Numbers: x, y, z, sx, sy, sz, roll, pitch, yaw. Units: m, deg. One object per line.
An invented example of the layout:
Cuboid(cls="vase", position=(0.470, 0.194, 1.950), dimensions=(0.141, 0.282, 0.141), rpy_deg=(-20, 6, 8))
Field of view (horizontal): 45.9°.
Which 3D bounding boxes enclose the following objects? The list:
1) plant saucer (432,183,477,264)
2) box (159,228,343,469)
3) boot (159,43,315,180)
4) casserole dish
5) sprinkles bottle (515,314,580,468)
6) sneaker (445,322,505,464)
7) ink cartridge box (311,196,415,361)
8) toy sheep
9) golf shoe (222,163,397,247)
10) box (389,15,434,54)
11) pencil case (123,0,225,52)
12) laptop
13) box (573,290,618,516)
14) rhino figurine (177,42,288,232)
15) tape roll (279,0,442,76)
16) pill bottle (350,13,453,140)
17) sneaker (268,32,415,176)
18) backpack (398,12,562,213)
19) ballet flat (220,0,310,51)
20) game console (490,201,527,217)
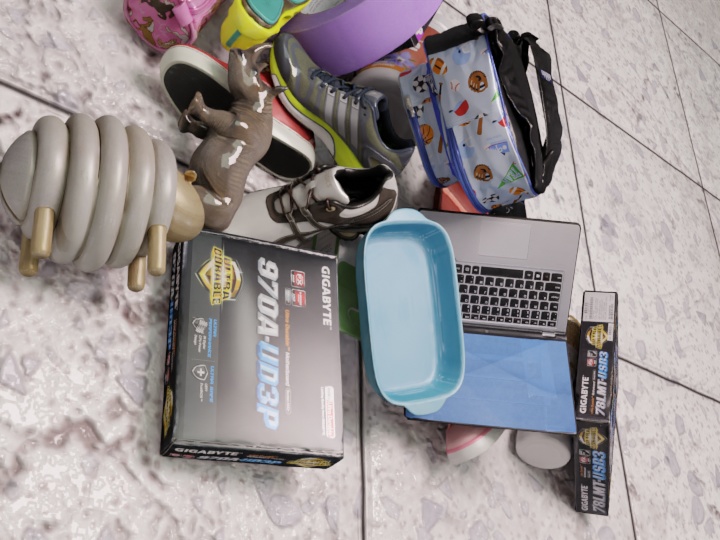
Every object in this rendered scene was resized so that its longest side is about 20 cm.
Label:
Cuboid(cls="plant saucer", position=(0.151, -0.020, 1.070), dimensions=(0.200, 0.036, 0.201), rpy_deg=(48, 24, -16))
Cuboid(cls="box", position=(-0.096, 0.071, 0.772), dimensions=(0.156, 0.046, 0.204), rpy_deg=(11, 60, -24))
Cuboid(cls="boot", position=(-0.124, -0.205, 0.908), dimensions=(0.199, 0.072, 0.147), rpy_deg=(33, 47, -39))
Cuboid(cls="casserole dish", position=(0.046, 0.042, 0.858), dimensions=(0.119, 0.038, 0.205), rpy_deg=(-3, 85, -35))
Cuboid(cls="sprinkles bottle", position=(0.242, 0.147, 1.082), dimensions=(0.068, 0.068, 0.202), rpy_deg=(39, 45, -22))
Cuboid(cls="sneaker", position=(0.126, 0.128, 0.974), dimensions=(0.105, 0.075, 0.200), rpy_deg=(53, 38, -6))
Cuboid(cls="ink cartridge box", position=(0.000, 0.000, 0.924), dimensions=(0.103, 0.059, 0.204), rpy_deg=(28, 51, -31))
Cuboid(cls="toy sheep", position=(-0.219, -0.061, 0.688), dimensions=(0.197, 0.137, 0.141), rpy_deg=(11, 60, -34))
Cuboid(cls="golf shoe", position=(-0.056, -0.069, 0.840), dimensions=(0.196, 0.095, 0.079), rpy_deg=(-13, 63, -17))
Cuboid(cls="box", position=(0.032, -0.322, 1.072), dimensions=(0.036, 0.140, 0.201), rpy_deg=(60, 37, -28))
Cuboid(cls="pencil case", position=(-0.169, -0.307, 0.901), dimensions=(0.082, 0.086, 0.202), rpy_deg=(40, 45, -12))
Cuboid(cls="laptop", position=(0.144, 0.050, 0.913), dimensions=(0.116, 0.182, 0.205), rpy_deg=(-86, -179, -77))
Cuboid(cls="box", position=(0.297, 0.166, 1.068), dimensions=(0.202, 0.049, 0.201), rpy_deg=(73, 28, -43))
Cuboid(cls="rhino figurine", position=(-0.129, -0.127, 0.805), dimensions=(0.086, 0.060, 0.203), rpy_deg=(29, 78, -20))
Cuboid(cls="tape roll", position=(-0.002, -0.311, 0.981), dimensions=(0.066, 0.197, 0.202), rpy_deg=(54, 39, -33))
Cuboid(cls="pill bottle", position=(0.061, -0.248, 1.083), dimensions=(0.112, 0.111, 0.202), rpy_deg=(45, 43, -17))
Cuboid(cls="sneaker", position=(-0.016, -0.176, 0.904), dimensions=(0.200, 0.080, 0.074), rpy_deg=(48, 35, -12))
Cuboid(cls="backpack", position=(0.133, -0.161, 0.923), dimensions=(0.199, 0.152, 0.194), rpy_deg=(-17, 85, -63))
Cuboid(cls="ballet flat", position=(-0.103, -0.285, 0.916), dimensions=(0.067, 0.067, 0.201), rpy_deg=(41, 33, -13))
Cuboid(cls="game console", position=(0.200, -0.190, 1.190), dimensions=(0.174, 0.116, 0.204), rpy_deg=(20, 56, -37))
